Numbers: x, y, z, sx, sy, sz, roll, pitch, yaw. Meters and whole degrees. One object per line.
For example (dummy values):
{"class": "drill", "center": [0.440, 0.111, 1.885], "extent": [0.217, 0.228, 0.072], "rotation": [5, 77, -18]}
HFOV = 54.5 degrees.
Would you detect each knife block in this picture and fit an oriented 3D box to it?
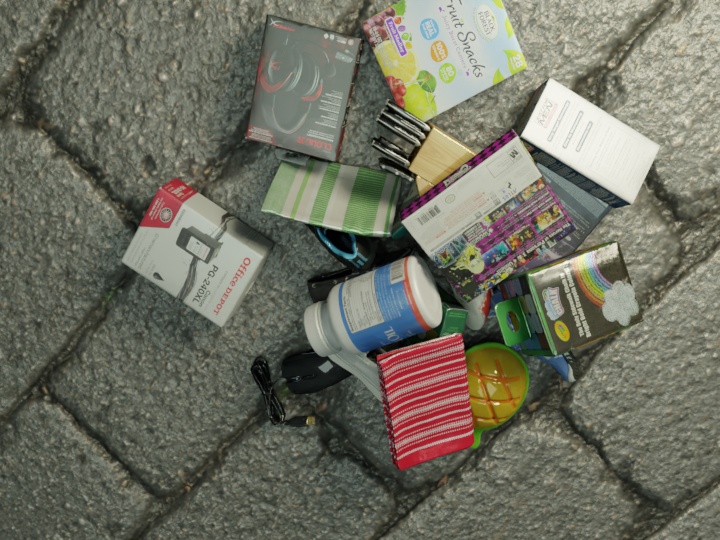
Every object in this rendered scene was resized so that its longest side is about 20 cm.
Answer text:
{"class": "knife block", "center": [0.116, -0.176, 1.013], "extent": [0.195, 0.064, 0.180], "rotation": [-14, 108, 5]}

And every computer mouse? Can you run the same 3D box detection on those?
{"class": "computer mouse", "center": [-0.088, 0.206, 1.213], "extent": [0.194, 0.046, 0.144], "rotation": [-13, 103, 8]}

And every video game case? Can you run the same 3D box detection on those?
{"class": "video game case", "center": [0.293, -0.081, 1.117], "extent": [0.142, 0.019, 0.201], "rotation": [37, 106, -6]}
{"class": "video game case", "center": [0.183, -0.071, 1.001], "extent": [0.198, 0.036, 0.181], "rotation": [-35, 118, 17]}

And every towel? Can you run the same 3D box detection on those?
{"class": "towel", "center": [0.104, 0.206, 1.085], "extent": [0.141, 0.023, 0.205], "rotation": [-14, 112, -10]}
{"class": "towel", "center": [-0.039, -0.118, 1.069], "extent": [0.194, 0.155, 0.024], "rotation": [14, 134, -1]}

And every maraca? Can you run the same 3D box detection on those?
{"class": "maraca", "center": [0.193, 0.209, 1.160], "extent": [0.136, 0.107, 0.202], "rotation": [37, 106, -2]}

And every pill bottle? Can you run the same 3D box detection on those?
{"class": "pill bottle", "center": [0.016, 0.062, 1.063], "extent": [0.196, 0.112, 0.114], "rotation": [-22, 104, 22]}

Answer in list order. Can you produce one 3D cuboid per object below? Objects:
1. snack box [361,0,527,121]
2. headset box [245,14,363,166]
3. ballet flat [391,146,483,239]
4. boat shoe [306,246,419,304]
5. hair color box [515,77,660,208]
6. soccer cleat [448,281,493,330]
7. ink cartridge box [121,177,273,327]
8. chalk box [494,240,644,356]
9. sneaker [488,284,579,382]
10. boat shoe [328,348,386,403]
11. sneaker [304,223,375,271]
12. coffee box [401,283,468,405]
{"class": "snack box", "center": [0.123, -0.332, 1.033], "extent": [0.196, 0.068, 0.172], "rotation": [-26, 102, 9]}
{"class": "headset box", "center": [-0.086, -0.265, 1.064], "extent": [0.145, 0.075, 0.205], "rotation": [14, 106, 0]}
{"class": "ballet flat", "center": [0.118, -0.125, 1.104], "extent": [0.197, 0.067, 0.065], "rotation": [-32, 74, 11]}
{"class": "boat shoe", "center": [0.000, 0.000, 1.141], "extent": [0.196, 0.070, 0.067], "rotation": [-24, 105, 18]}
{"class": "hair color box", "center": [0.334, -0.188, 1.049], "extent": [0.197, 0.061, 0.102], "rotation": [30, 86, -5]}
{"class": "soccer cleat", "center": [0.159, -0.002, 1.102], "extent": [0.068, 0.084, 0.206], "rotation": [6, 106, 49]}
{"class": "ink cartridge box", "center": [-0.262, -0.028, 1.140], "extent": [0.197, 0.084, 0.147], "rotation": [33, 106, -5]}
{"class": "chalk box", "center": [0.291, 0.051, 1.044], "extent": [0.195, 0.124, 0.128], "rotation": [-18, 87, -9]}
{"class": "sneaker", "center": [0.280, 0.105, 1.144], "extent": [0.077, 0.076, 0.201], "rotation": [-41, 89, 10]}
{"class": "boat shoe", "center": [0.008, 0.137, 1.140], "extent": [0.200, 0.071, 0.069], "rotation": [43, 124, 23]}
{"class": "sneaker", "center": [-0.053, -0.087, 1.089], "extent": [0.073, 0.082, 0.200], "rotation": [-46, 76, 7]}
{"class": "coffee box", "center": [0.109, 0.134, 1.139], "extent": [0.043, 0.123, 0.205], "rotation": [6, 107, -22]}
